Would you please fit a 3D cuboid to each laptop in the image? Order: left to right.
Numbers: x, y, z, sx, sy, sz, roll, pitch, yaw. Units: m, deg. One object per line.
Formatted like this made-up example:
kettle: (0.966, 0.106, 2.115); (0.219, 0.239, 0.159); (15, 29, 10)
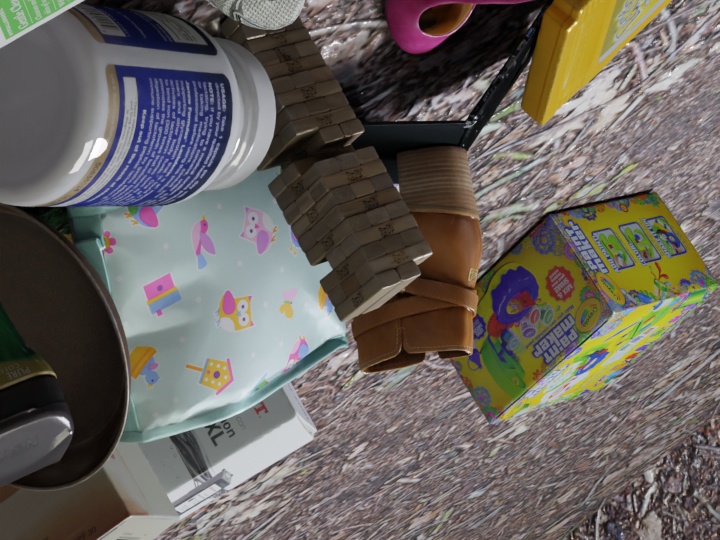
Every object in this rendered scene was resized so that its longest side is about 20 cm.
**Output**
laptop: (0.047, -0.135, 1.747); (0.200, 0.103, 0.177); (-56, 178, -12)

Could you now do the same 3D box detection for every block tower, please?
block tower: (-0.029, -0.071, 1.509); (0.054, 0.201, 0.058); (-19, 167, -41)

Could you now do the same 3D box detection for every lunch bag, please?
lunch bag: (-0.112, 0.005, 1.552); (0.122, 0.171, 0.200); (4, -160, 37)

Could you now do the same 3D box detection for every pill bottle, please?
pill bottle: (-0.141, -0.094, 1.379); (0.116, 0.116, 0.200); (-41, 161, 25)

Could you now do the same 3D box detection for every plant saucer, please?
plant saucer: (-0.219, 0.042, 1.494); (0.200, 0.200, 0.032); (-46, 172, 38)

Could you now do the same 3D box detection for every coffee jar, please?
coffee jar: (-0.254, 0.040, 1.403); (0.104, 0.200, 0.085); (-23, 161, -28)

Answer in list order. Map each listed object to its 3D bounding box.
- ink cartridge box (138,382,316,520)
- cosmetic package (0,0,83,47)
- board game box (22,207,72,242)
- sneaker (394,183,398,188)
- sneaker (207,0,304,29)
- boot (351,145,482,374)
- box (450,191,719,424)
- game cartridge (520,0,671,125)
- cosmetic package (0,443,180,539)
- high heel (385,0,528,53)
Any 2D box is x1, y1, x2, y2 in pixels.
ink cartridge box: (-0.155, 0.107, 1.766); (0.199, 0.146, 0.083); (-31, 162, -1)
cosmetic package: (-0.237, -0.137, 1.141); (0.200, 0.085, 0.108); (-32, 165, -6)
board game box: (-0.258, 0.010, 1.598); (0.199, 0.023, 0.105); (-31, 151, -7)
sneaker: (-0.038, -0.015, 1.881); (0.201, 0.073, 0.114); (-48, 157, 18)
sneaker: (-0.059, -0.179, 1.344); (0.078, 0.085, 0.200); (-31, 164, -4)
boot: (0.000, 0.000, 1.743); (0.199, 0.156, 0.074); (-11, 166, 38)
box: (0.215, 0.037, 2.383); (0.192, 0.122, 0.200); (-13, 155, -49)
game cartridge: (0.199, -0.211, 1.728); (0.200, 0.032, 0.176); (-46, 167, -17)
cosmetic package: (-0.228, 0.118, 1.673); (0.103, 0.200, 0.087); (-38, 162, 12)
high heel: (0.075, -0.174, 1.577); (0.067, 0.096, 0.200); (-24, 163, -27)
